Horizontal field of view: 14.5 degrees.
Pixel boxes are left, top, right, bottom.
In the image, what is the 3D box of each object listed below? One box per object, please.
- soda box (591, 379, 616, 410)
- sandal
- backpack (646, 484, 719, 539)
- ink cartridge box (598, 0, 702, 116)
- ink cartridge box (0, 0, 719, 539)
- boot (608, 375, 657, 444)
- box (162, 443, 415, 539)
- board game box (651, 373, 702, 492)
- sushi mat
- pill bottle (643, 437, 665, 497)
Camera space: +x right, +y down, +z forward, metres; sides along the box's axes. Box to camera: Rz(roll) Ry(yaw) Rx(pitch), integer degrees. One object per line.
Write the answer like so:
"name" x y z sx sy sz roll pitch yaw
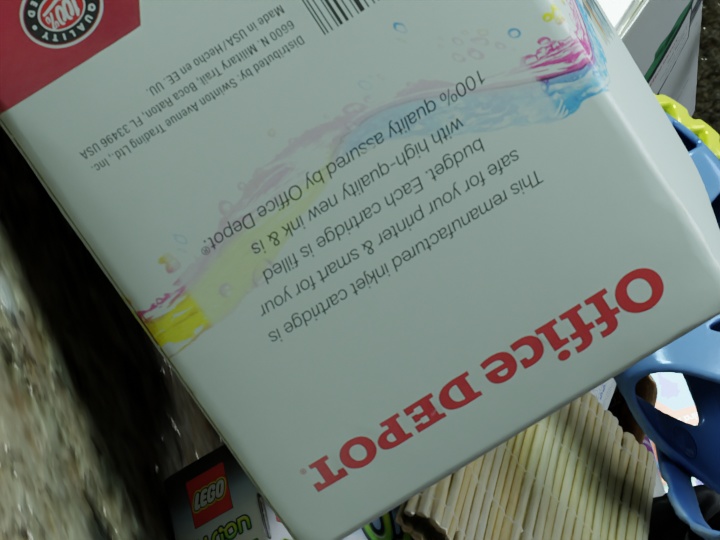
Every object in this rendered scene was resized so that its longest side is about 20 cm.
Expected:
"soda box" 0.040 0.071 1.060 0.064 0.068 0.200 68 28 -26
"sandal" 0.110 0.019 0.966 0.200 0.079 0.087 51 32 0
"backpack" 0.147 0.190 1.067 0.166 0.126 0.201 7 66 -51
"ink cartridge box" 0.055 -0.106 1.120 0.146 0.085 0.200 29 -15 15
"ink cartridge box" -0.007 -0.055 0.806 0.201 0.145 0.145 57 11 -15
"boot" 0.073 0.034 1.270 0.155 0.077 0.200 42 -22 25
"box" 0.026 0.126 0.885 0.200 0.035 0.111 23 45 -48
"board game box" 0.123 0.093 1.497 0.045 0.151 0.201 75 -1 -71
"sushi mat" 0.061 0.074 0.950 0.096 0.012 0.200 45 20 -8
"pill bottle" 0.076 0.045 1.434 0.112 0.112 0.201 53 21 -68
